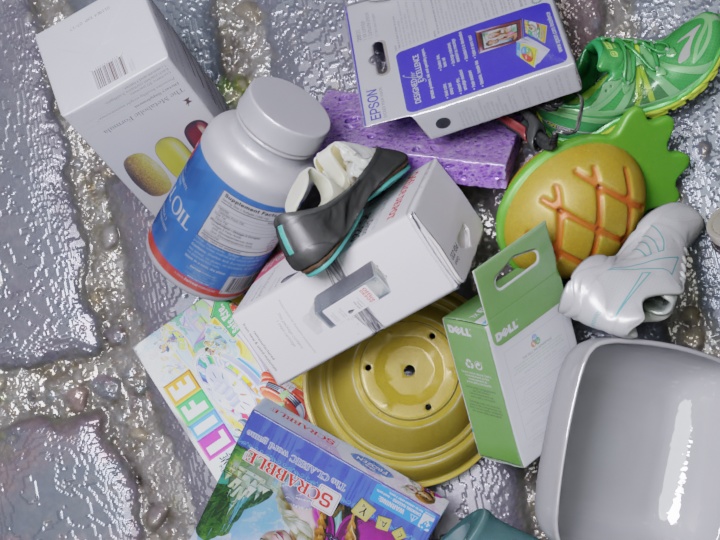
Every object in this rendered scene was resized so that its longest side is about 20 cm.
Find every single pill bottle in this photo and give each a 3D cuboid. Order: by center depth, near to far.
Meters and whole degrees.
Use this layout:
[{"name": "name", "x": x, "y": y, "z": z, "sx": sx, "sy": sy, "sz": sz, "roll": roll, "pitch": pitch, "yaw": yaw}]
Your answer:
[{"name": "pill bottle", "x": -0.109, "y": -0.077, "z": 1.405, "sx": 0.112, "sy": 0.112, "sz": 0.200, "roll": 41, "pitch": 122, "yaw": 11}]

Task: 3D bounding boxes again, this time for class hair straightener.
[{"name": "hair straightener", "x": 0.144, "y": -0.171, "z": 1.423, "sx": 0.077, "sy": 0.041, "sz": 0.200, "roll": -51, "pitch": 38, "yaw": 5}]

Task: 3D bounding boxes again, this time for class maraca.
[{"name": "maraca", "x": 0.215, "y": -0.069, "z": 1.419, "sx": 0.200, "sy": 0.137, "sz": 0.107, "roll": -33, "pitch": 35, "yaw": -4}]

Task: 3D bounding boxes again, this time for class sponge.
[{"name": "sponge", "x": 0.050, "y": -0.125, "z": 1.455, "sx": 0.200, "sy": 0.112, "sz": 0.030, "roll": 8, "pitch": 123, "yaw": 12}]

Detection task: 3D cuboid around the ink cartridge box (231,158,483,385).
[{"name": "ink cartridge box", "x": 0.000, "y": 0.000, "z": 1.371, "sx": 0.200, "sy": 0.146, "sz": 0.085, "roll": -28, "pitch": 105, "yaw": 22}]

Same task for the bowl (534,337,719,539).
[{"name": "bowl", "x": 0.243, "y": 0.161, "z": 1.375, "sx": 0.200, "sy": 0.075, "sz": 0.200, "roll": 12, "pitch": 87, "yaw": -28}]

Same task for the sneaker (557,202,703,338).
[{"name": "sneaker", "x": 0.262, "y": 0.006, "z": 1.380, "sx": 0.080, "sy": 0.071, "sz": 0.200, "roll": 33, "pitch": 46, "yaw": 25}]

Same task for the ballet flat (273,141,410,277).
[{"name": "ballet flat", "x": -0.016, "y": -0.071, "z": 1.322, "sx": 0.068, "sy": 0.200, "sz": 0.068, "roll": -31, "pitch": 103, "yaw": 35}]

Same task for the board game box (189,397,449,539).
[{"name": "board game box", "x": -0.050, "y": 0.252, "z": 1.426, "sx": 0.200, "sy": 0.041, "sz": 0.200, "roll": 28, "pitch": 108, "yaw": 8}]

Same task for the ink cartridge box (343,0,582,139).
[{"name": "ink cartridge box", "x": 0.091, "y": -0.210, "z": 1.437, "sx": 0.200, "sy": 0.043, "sz": 0.198, "roll": -15, "pitch": 44, "yaw": 8}]

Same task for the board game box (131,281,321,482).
[{"name": "board game box", "x": -0.113, "y": 0.120, "z": 1.492, "sx": 0.134, "sy": 0.034, "sz": 0.200, "roll": -35, "pitch": 79, "yaw": 5}]

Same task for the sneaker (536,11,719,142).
[{"name": "sneaker", "x": 0.254, "y": -0.185, "z": 1.432, "sx": 0.200, "sy": 0.084, "sz": 0.074, "roll": -31, "pitch": 38, "yaw": 5}]

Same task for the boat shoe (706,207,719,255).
[{"name": "boat shoe", "x": 0.418, "y": -0.062, "z": 1.421, "sx": 0.200, "sy": 0.073, "sz": 0.063, "roll": -28, "pitch": 123, "yaw": 0}]

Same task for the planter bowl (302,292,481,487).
[{"name": "planter bowl", "x": 0.045, "y": 0.099, "z": 1.424, "sx": 0.200, "sy": 0.083, "sz": 0.201, "roll": 0, "pitch": 77, "yaw": -1}]

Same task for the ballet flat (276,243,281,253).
[{"name": "ballet flat", "x": 0.013, "y": -0.033, "z": 1.474, "sx": 0.200, "sy": 0.067, "sz": 0.062, "roll": -8, "pitch": 73, "yaw": 8}]

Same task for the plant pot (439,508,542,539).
[{"name": "plant pot", "x": 0.130, "y": 0.316, "z": 1.329, "sx": 0.188, "sy": 0.200, "sz": 0.200, "roll": 42, "pitch": 92, "yaw": 1}]

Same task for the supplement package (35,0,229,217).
[{"name": "supplement package", "x": -0.198, "y": -0.155, "z": 1.442, "sx": 0.114, "sy": 0.200, "sz": 0.110, "roll": -29, "pitch": 56, "yaw": 6}]

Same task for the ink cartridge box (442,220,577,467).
[{"name": "ink cartridge box", "x": 0.137, "y": 0.064, "z": 1.376, "sx": 0.104, "sy": 0.059, "sz": 0.200, "roll": -32, "pitch": 116, "yaw": -33}]
